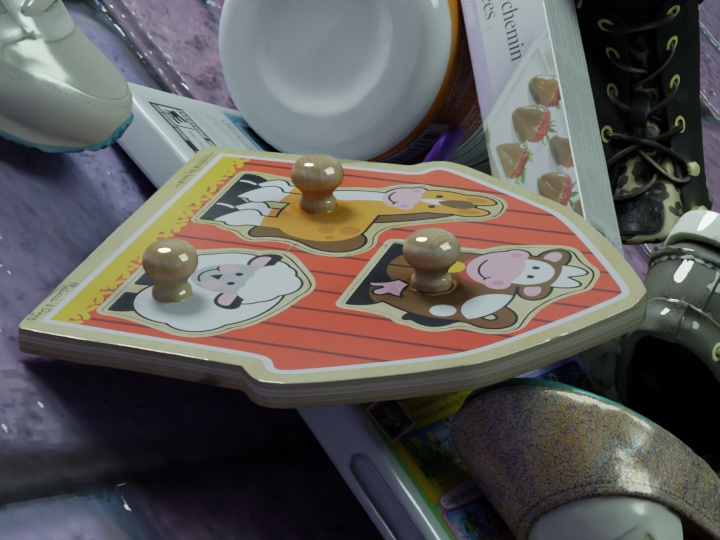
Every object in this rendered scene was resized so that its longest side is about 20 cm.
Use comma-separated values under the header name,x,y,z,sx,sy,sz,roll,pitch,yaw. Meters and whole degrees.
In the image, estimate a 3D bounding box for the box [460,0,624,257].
name,x,y,z,sx,sy,sz,roll,pitch,yaw
box,0.074,-0.074,0.932,0.041,0.039,0.201,29,47,-57

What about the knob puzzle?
name,x,y,z,sx,sy,sz,roll,pitch,yaw
knob puzzle,0.004,-0.008,0.784,0.218,0.031,0.220,0,24,0

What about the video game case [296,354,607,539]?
name,x,y,z,sx,sy,sz,roll,pitch,yaw
video game case,0.065,0.087,0.835,0.182,0.022,0.200,56,26,10

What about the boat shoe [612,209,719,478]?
name,x,y,z,sx,sy,sz,roll,pitch,yaw
boat shoe,0.140,0.056,0.929,0.072,0.060,0.202,25,-28,22

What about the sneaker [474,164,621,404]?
name,x,y,z,sx,sy,sz,roll,pitch,yaw
sneaker,0.097,0.029,1.085,0.200,0.075,0.088,38,25,5

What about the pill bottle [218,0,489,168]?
name,x,y,z,sx,sy,sz,roll,pitch,yaw
pill bottle,0.026,-0.103,1.035,0.112,0.112,0.200,52,21,15

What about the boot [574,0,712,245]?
name,x,y,z,sx,sy,sz,roll,pitch,yaw
boot,0.130,-0.088,1.029,0.200,0.073,0.151,-45,131,-89

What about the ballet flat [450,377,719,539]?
name,x,y,z,sx,sy,sz,roll,pitch,yaw
ballet flat,0.111,0.106,0.786,0.200,0.068,0.067,32,38,-31

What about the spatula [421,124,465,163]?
name,x,y,z,sx,sy,sz,roll,pitch,yaw
spatula,0.028,-0.020,0.898,0.020,0.057,0.200,30,14,-8

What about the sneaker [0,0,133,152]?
name,x,y,z,sx,sy,sz,roll,pitch,yaw
sneaker,-0.157,-0.126,0.836,0.200,0.081,0.077,43,18,-12

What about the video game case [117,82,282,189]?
name,x,y,z,sx,sy,sz,roll,pitch,yaw
video game case,0.000,0.000,0.949,0.200,0.024,0.182,48,20,30
